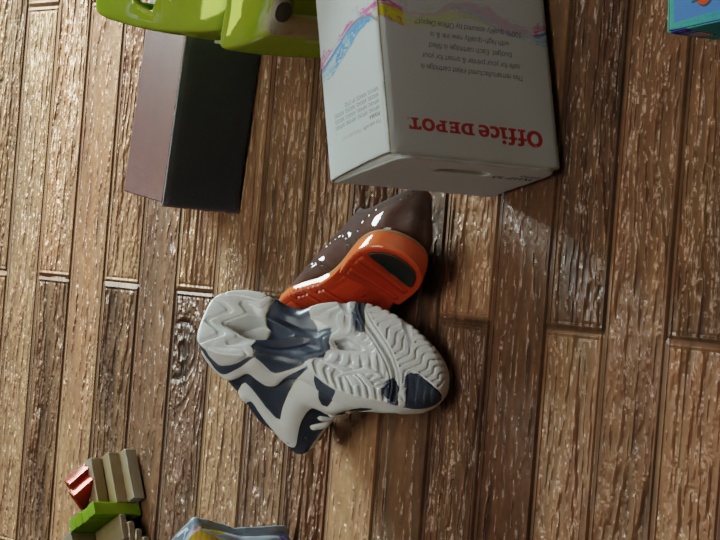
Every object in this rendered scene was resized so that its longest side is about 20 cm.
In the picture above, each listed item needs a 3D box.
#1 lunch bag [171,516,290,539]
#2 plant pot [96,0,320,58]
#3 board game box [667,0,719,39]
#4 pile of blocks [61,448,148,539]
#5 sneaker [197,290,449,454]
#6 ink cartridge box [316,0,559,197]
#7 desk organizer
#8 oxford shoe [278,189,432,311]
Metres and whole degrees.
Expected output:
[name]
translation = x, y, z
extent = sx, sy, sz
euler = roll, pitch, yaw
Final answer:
[lunch bag]
translation = -0.113, 0.315, 2.009
extent = 0.200, 0.127, 0.170
euler = -50, 50, 27
[plant pot]
translation = -0.054, -0.254, 1.930
extent = 0.181, 0.200, 0.200
euler = 27, 110, 47
[board game box]
translation = 0.268, -0.229, 1.591
extent = 0.200, 0.045, 0.153
euler = -5, 83, 54
[pile of blocks]
translation = -0.228, 0.252, 2.233
extent = 0.082, 0.062, 0.201
euler = -2, 85, 55
[sneaker]
translation = -0.017, 0.087, 1.950
extent = 0.198, 0.130, 0.080
euler = 6, 60, 20
[ink cartridge box]
translation = 0.049, -0.158, 1.808
extent = 0.083, 0.145, 0.201
euler = -22, 68, 53
[desk organizer]
translation = -0.135, -0.153, 2.140
extent = 0.077, 0.072, 0.201
euler = 17, 100, 57
[oxford shoe]
translation = 0.000, 0.000, 1.949
extent = 0.200, 0.071, 0.073
euler = -33, 30, 54
